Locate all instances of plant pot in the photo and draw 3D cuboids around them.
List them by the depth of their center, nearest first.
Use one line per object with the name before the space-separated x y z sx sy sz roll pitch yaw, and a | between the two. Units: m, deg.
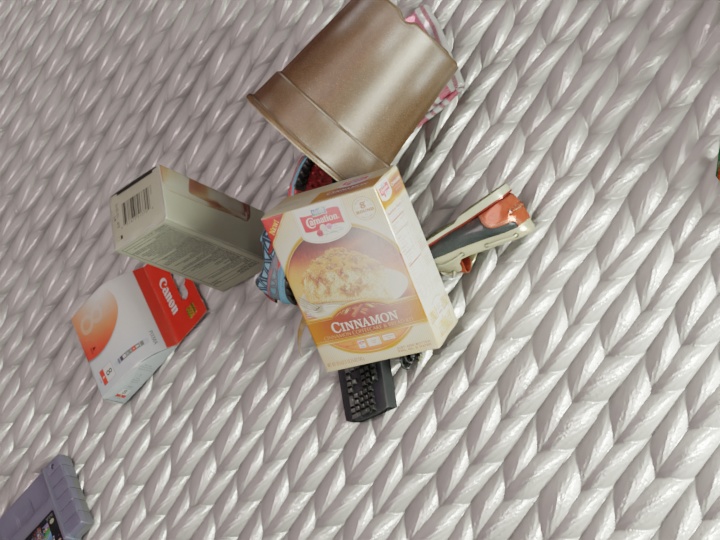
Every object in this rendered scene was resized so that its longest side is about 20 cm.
plant pot | 0.000 -0.219 1.529 0.199 0.200 0.200 -50 50 5

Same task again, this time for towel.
towel | 0.035 -0.231 1.631 0.200 0.030 0.147 -38 55 24

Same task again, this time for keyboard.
keyboard | 0.014 0.078 1.548 0.127 0.021 0.201 -27 60 31

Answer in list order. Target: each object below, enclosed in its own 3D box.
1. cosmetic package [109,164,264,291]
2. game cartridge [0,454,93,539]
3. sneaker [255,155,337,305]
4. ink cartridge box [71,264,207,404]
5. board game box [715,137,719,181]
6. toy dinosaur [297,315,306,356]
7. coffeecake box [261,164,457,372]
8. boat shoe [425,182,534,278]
cosmetic package | -0.221 -0.053 1.672 0.103 0.200 0.088 -28 57 28
game cartridge | -0.472 0.379 1.847 0.200 0.038 0.130 -46 47 18
sneaker | -0.094 -0.058 1.648 0.095 0.079 0.201 4 78 43
ink cartridge box | -0.319 0.067 1.815 0.200 0.050 0.163 -48 51 21
board game box | 0.376 -0.117 1.201 0.023 0.200 0.105 -21 55 -3
toy dinosaur | -0.041 0.015 1.570 0.200 0.058 0.102 -41 52 30
coffeecake box | 0.000 0.000 1.451 0.153 0.073 0.201 -14 107 29
boat shoe | 0.112 -0.026 1.473 0.200 0.071 0.063 -35 94 34
